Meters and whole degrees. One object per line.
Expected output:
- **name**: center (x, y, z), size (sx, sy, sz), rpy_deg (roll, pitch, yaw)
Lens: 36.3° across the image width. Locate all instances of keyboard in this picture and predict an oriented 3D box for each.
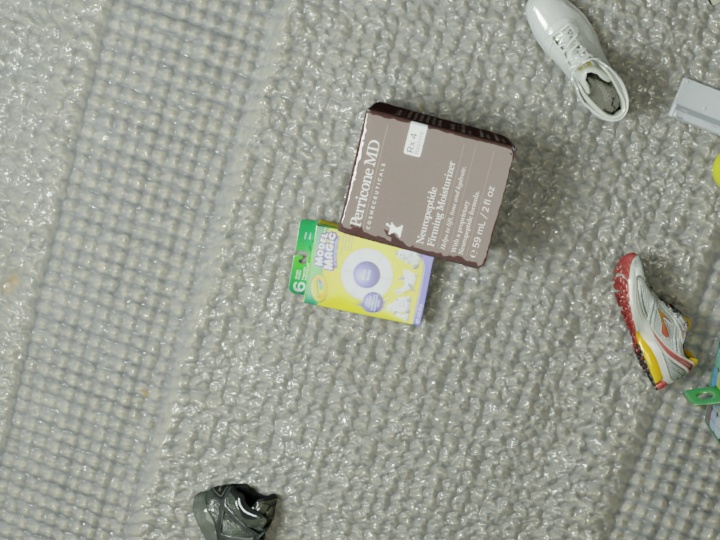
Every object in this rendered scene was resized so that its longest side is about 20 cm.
- **keyboard**: center (0.521, -0.202, 1.495), size (0.198, 0.011, 0.057), rpy_deg (21, 98, -1)

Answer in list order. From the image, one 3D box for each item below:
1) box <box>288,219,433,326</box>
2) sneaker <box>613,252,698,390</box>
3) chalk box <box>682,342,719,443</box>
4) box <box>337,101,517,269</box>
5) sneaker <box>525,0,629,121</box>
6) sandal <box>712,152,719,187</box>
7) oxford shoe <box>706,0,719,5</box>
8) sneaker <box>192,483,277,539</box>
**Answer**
- **box**: center (0.000, 0.000, 1.557), size (0.198, 0.048, 0.119), rpy_deg (11, 102, 4)
- **sneaker**: center (0.410, 0.063, 1.531), size (0.081, 0.078, 0.201), rpy_deg (-23, 109, 5)
- **chalk box**: center (0.548, 0.175, 1.505), size (0.198, 0.125, 0.125), rpy_deg (7, 103, 2)
- **box**: center (0.089, -0.117, 1.465), size (0.198, 0.164, 0.168), rpy_deg (14, 103, 1)
- **sneaker**: center (0.289, -0.283, 1.441), size (0.073, 0.116, 0.201), rpy_deg (-36, 96, 12)
- **sandal**: center (0.563, -0.087, 1.477), size (0.199, 0.087, 0.080), rpy_deg (34, 101, -5)
- **oxford shoe**: center (0.459, -0.388, 1.429), size (0.198, 0.071, 0.074), rpy_deg (22, 105, 0)
- **sneaker**: center (-0.160, 0.407, 1.639), size (0.113, 0.076, 0.201), rpy_deg (-23, 94, 15)
